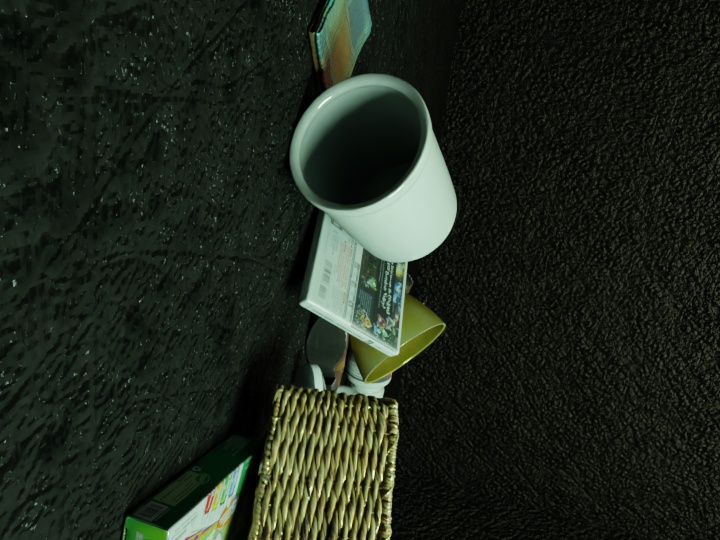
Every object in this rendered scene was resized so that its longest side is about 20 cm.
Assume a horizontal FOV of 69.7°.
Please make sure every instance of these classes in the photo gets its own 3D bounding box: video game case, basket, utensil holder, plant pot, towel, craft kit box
[{"bbox_3d":[0.000,0.000,0.761,0.181,0.023,0.202,34,50,-33],"label":"video game case"},{"bbox_3d":[-0.046,0.248,0.600,0.143,0.147,0.202,114,-17,-64],"label":"basket"},{"bbox_3d":[0.030,-0.115,0.656,0.200,0.168,0.172,39,62,-62],"label":"utensil holder"},{"bbox_3d":[0.052,0.114,1.056,0.199,0.143,0.200,-31,159,-13],"label":"plant pot"},{"bbox_3d":[-0.022,-0.320,0.690,0.147,0.021,0.202,80,23,-60],"label":"towel"},{"bbox_3d":[-0.164,0.290,0.500,0.200,0.048,0.200,-9,112,-79],"label":"craft kit box"}]

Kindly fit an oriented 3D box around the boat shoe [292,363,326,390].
[{"bbox_3d":[-0.060,0.242,0.787,0.068,0.073,0.202,2,79,-38],"label":"boat shoe"}]

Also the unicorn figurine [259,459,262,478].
[{"bbox_3d":[-0.113,0.282,0.714,0.138,0.073,0.201,-80,-171,-58],"label":"unicorn figurine"}]

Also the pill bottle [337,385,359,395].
[{"bbox_3d":[-0.041,0.324,0.996,0.109,0.108,0.202,-67,164,-48],"label":"pill bottle"}]

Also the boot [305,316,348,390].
[{"bbox_3d":[-0.037,0.112,0.928,0.200,0.068,0.190,-64,158,-62],"label":"boot"}]

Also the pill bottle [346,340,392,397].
[{"bbox_3d":[0.024,0.206,1.213,0.111,0.109,0.202,-49,148,-69],"label":"pill bottle"}]

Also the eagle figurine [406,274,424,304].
[{"bbox_3d":[0.160,0.129,1.902,0.201,0.150,0.152,59,-11,-30],"label":"eagle figurine"}]
